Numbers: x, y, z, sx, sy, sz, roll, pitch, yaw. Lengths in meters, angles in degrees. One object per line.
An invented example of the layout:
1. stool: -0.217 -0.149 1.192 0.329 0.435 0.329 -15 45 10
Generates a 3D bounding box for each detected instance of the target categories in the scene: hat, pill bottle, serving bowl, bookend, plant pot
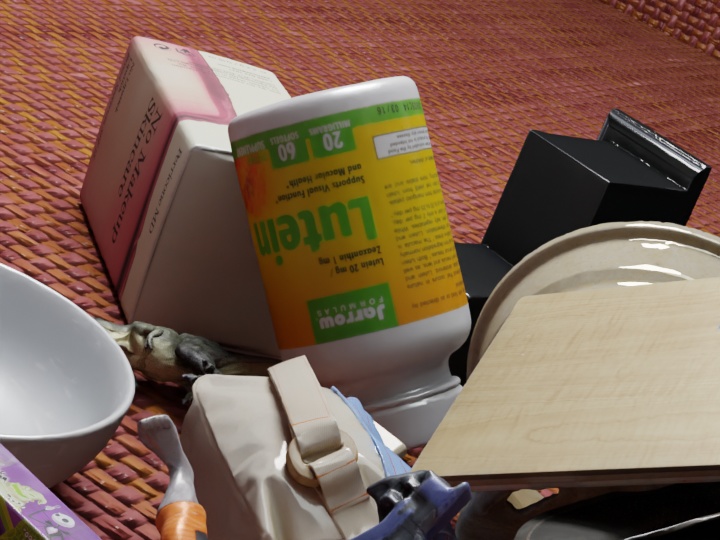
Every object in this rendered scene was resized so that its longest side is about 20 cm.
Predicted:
1. hat: 0.157 0.128 0.697 0.200 0.081 0.201 -13 6 1
2. pill bottle: 0.000 0.000 1.026 0.111 0.201 0.111 -13 2 0
3. serving bowl: -0.211 0.052 0.856 0.199 0.066 0.200 21 18 -7
4. bookend: 0.095 -0.003 1.155 0.199 0.199 0.092 2 28 -44
5. plant pot: 0.129 0.103 0.903 0.200 0.201 0.184 25 30 6

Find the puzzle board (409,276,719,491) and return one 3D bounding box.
1. puzzle board: 0.135 0.048 0.790 0.199 0.017 0.151 -6 28 31

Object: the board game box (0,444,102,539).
1. board game box: -0.176 0.103 0.675 0.200 0.120 0.032 36 23 33

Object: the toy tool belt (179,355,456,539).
1. toy tool belt: -0.003 0.122 0.823 0.122 0.125 0.200 3 26 -26

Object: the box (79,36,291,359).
1. box: -0.100 -0.051 1.172 0.108 0.128 0.200 13 20 -24

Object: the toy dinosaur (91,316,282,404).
1. toy dinosaur: -0.083 0.061 1.020 0.199 0.048 0.088 15 13 -31

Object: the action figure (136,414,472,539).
1. action figure: -0.042 0.146 0.701 0.194 0.200 0.105 46 -11 35
